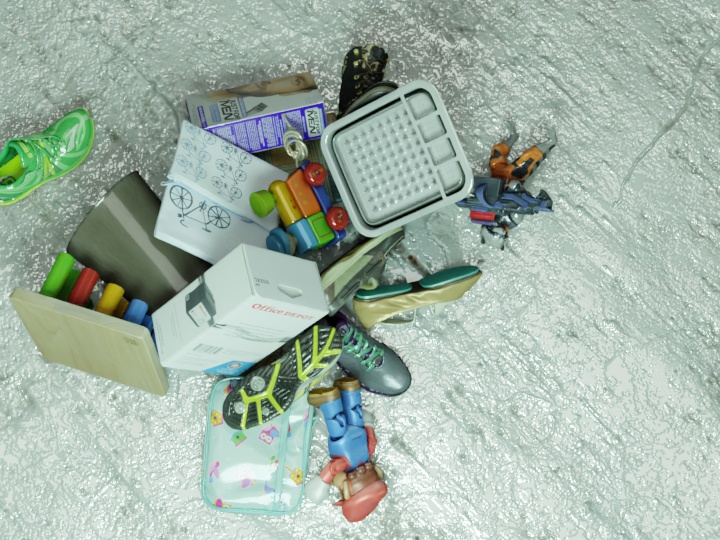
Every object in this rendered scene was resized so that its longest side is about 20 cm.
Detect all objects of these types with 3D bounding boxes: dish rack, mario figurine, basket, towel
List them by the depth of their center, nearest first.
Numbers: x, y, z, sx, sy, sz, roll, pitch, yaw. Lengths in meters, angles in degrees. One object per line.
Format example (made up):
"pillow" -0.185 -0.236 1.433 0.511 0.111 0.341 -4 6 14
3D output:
"dish rack" 0.054 -0.155 1.623 0.198 0.043 0.173 -23 92 28
"mario figurine" -0.030 0.260 1.666 0.122 0.106 0.203 -12 95 -7
"basket" -0.303 -0.015 1.697 0.200 0.180 0.136 43 42 1
"towel" -0.123 -0.157 1.787 0.197 0.022 0.149 -10 79 -3

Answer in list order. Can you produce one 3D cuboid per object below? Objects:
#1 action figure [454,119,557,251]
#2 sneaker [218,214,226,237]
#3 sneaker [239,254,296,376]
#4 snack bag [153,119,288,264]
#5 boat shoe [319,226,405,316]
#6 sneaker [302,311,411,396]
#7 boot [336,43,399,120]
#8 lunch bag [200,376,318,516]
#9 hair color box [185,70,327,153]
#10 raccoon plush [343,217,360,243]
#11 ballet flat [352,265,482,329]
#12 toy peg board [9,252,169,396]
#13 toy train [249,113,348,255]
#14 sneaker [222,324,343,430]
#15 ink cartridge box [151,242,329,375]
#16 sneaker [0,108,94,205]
"action figure" 0.236 -0.119 1.729 0.199 0.104 0.195 21 85 46
"sneaker" -0.192 -0.088 1.725 0.078 0.079 0.202 -15 49 32
"sneaker" -0.150 0.050 1.722 0.108 0.070 0.202 44 114 44
"snack bag" -0.194 -0.093 1.648 0.187 0.021 0.202 28 55 -25
"boat shoe" 0.000 0.000 1.709 0.200 0.072 0.066 -37 96 -38
"sneaker" -0.012 0.113 1.698 0.199 0.088 0.075 35 81 7
"boot" 0.011 -0.265 1.719 0.072 0.200 0.152 13 65 -13
"lunch bag" -0.143 0.248 1.677 0.158 0.077 0.203 5 79 1
"hair color box" -0.155 -0.230 1.745 0.197 0.065 0.110 -12 36 -8
"raccoon plush" 0.065 -0.117 1.748 0.133 0.200 0.098 15 45 -34
"ballet flat" 0.087 0.042 1.735 0.197 0.069 0.064 -12 107 0
"toy peg board" -0.363 0.070 1.654 0.197 0.201 0.099 16 63 9
"toy train" -0.111 -0.115 1.661 0.115 0.084 0.202 -25 87 -32
"sneaker" -0.102 0.158 1.631 0.199 0.076 0.076 -35 74 -5
"ink cartridge box" -0.163 0.057 1.582 0.199 0.144 0.085 -35 58 32
"sneaker" -0.483 -0.171 1.756 0.199 0.084 0.074 -40 81 -8
